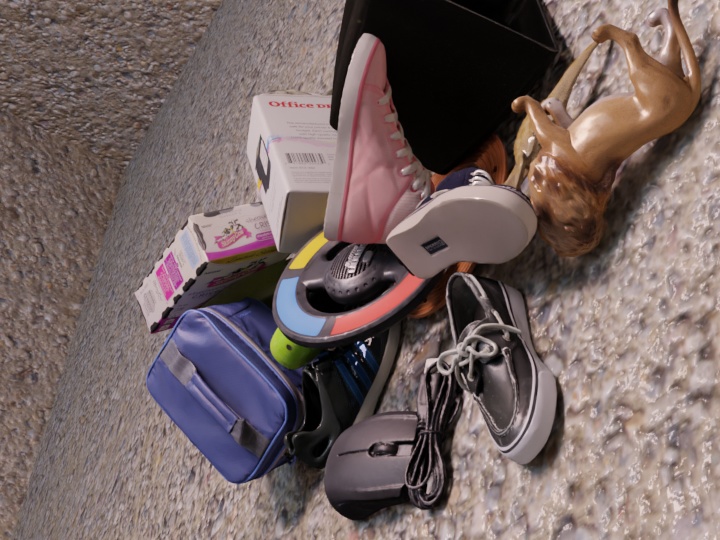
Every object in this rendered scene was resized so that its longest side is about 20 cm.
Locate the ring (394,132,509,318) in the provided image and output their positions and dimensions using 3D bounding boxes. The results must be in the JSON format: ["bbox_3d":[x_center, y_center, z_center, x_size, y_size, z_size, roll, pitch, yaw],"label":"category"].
[{"bbox_3d":[0.093,-0.044,1.120,0.201,0.019,0.202,-51,25,34],"label":"ring"}]

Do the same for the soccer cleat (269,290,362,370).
[{"bbox_3d":[-0.026,0.031,1.207,0.200,0.067,0.081,-50,2,-42],"label":"soccer cleat"}]

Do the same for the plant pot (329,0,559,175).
[{"bbox_3d":[0.064,-0.220,1.133,0.201,0.197,0.179,-90,23,-60],"label":"plant pot"}]

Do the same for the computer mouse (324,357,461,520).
[{"bbox_3d":[0.015,0.168,1.026,0.200,0.052,0.140,-40,33,51],"label":"computer mouse"}]

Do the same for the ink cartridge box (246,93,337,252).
[{"bbox_3d":[-0.040,-0.114,1.267,0.201,0.144,0.084,-112,27,-48],"label":"ink cartridge box"}]

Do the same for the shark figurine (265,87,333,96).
[{"bbox_3d":[-0.043,-0.151,1.432,0.128,0.216,0.089,-37,15,-30],"label":"shark figurine"}]

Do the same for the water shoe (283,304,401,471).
[{"bbox_3d":[-0.017,0.104,1.144,0.071,0.078,0.202,-21,48,63],"label":"water shoe"}]

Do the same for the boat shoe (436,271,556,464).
[{"bbox_3d":[0.103,0.068,0.887,0.074,0.067,0.201,-53,23,33],"label":"boat shoe"}]

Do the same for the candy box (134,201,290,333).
[{"bbox_3d":[-0.170,-0.004,1.317,0.200,0.135,0.062,-45,67,50],"label":"candy box"}]

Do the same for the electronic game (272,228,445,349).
[{"bbox_3d":[0.000,0.000,1.103,0.198,0.042,0.201,-22,34,16],"label":"electronic game"}]

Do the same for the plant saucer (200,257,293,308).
[{"bbox_3d":[-0.120,0.041,1.389,0.200,0.198,0.031,-43,70,47],"label":"plant saucer"}]

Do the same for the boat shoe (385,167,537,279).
[{"bbox_3d":[0.098,-0.056,0.937,0.093,0.075,0.199,-50,16,-24],"label":"boat shoe"}]

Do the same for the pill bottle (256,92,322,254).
[{"bbox_3d":[-0.077,-0.130,1.521,0.111,0.110,0.202,-13,56,66],"label":"pill bottle"}]

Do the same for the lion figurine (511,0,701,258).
[{"bbox_3d":[0.195,-0.109,0.846,0.200,0.072,0.123,-44,62,33],"label":"lion figurine"}]

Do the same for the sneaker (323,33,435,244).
[{"bbox_3d":[0.027,-0.116,1.041,0.076,0.103,0.203,-70,-10,-67],"label":"sneaker"}]

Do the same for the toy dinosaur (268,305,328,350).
[{"bbox_3d":[-0.137,0.111,1.349,0.136,0.198,0.087,72,178,-60],"label":"toy dinosaur"}]

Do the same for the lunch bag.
[{"bbox_3d":[-0.131,0.137,1.224,0.132,0.200,0.137,-12,-41,-58],"label":"lunch bag"}]

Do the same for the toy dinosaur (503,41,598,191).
[{"bbox_3d":[0.164,-0.127,0.970,0.202,0.058,0.101,-62,19,10],"label":"toy dinosaur"}]
